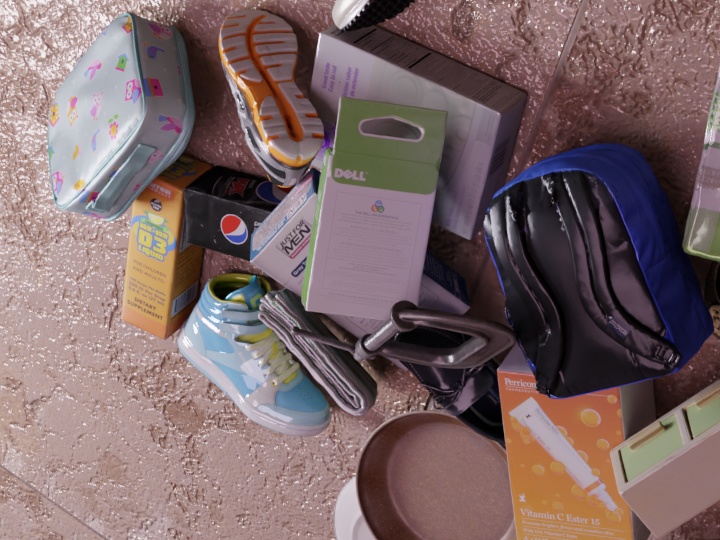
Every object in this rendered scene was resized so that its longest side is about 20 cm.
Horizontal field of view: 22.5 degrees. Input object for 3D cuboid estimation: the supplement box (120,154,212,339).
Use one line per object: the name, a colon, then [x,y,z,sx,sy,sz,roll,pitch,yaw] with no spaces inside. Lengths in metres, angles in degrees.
supplement box: [-0.210,-0.029,1.951,0.066,0.069,0.201,23,124,19]

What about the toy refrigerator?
toy refrigerator: [0.323,0.146,1.616,0.200,0.076,0.070,-36,110,17]

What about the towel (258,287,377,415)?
towel: [-0.041,0.081,1.819,0.031,0.200,0.149,-40,89,3]

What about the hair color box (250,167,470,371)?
hair color box: [0.000,0.000,1.759,0.200,0.061,0.100,36,112,-21]

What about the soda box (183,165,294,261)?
soda box: [-0.083,-0.046,1.855,0.199,0.063,0.071,16,123,26]

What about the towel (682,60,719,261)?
towel: [0.354,-0.094,1.505,0.149,0.031,0.201,17,103,26]

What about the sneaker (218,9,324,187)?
sneaker: [-0.093,-0.168,1.744,0.077,0.078,0.201,107,151,-55]

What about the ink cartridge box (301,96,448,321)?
ink cartridge box: [0.012,-0.057,1.662,0.103,0.059,0.201,8,100,-7]

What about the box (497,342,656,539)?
box: [0.214,0.165,1.742,0.124,0.097,0.201,4,117,26]

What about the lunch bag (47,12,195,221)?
lunch bag: [-0.247,-0.149,1.853,0.200,0.077,0.161,-43,50,40]

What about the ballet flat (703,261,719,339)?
ballet flat: [0.347,-0.012,1.589,0.067,0.046,0.200,32,129,16]

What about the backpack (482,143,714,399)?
backpack: [0.206,-0.011,1.605,0.162,0.168,0.201,-19,102,33]

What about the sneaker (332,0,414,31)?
sneaker: [0.025,-0.305,1.641,0.094,0.070,0.200,58,136,17]

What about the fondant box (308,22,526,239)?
fondant box: [0.046,-0.136,1.718,0.199,0.058,0.145,27,128,21]

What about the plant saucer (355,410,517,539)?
plant saucer: [0.091,0.234,1.899,0.200,0.037,0.201,9,111,25]

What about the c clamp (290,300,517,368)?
c clamp: [0.045,0.063,1.637,0.170,0.027,0.200,16,162,-17]

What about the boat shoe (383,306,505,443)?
boat shoe: [0.098,0.103,1.760,0.075,0.062,0.200,-38,124,16]

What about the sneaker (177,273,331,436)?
sneaker: [-0.103,0.083,1.934,0.200,0.080,0.131,35,131,13]

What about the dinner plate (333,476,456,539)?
dinner plate: [0.051,0.310,1.995,0.200,0.024,0.201,17,124,27]
